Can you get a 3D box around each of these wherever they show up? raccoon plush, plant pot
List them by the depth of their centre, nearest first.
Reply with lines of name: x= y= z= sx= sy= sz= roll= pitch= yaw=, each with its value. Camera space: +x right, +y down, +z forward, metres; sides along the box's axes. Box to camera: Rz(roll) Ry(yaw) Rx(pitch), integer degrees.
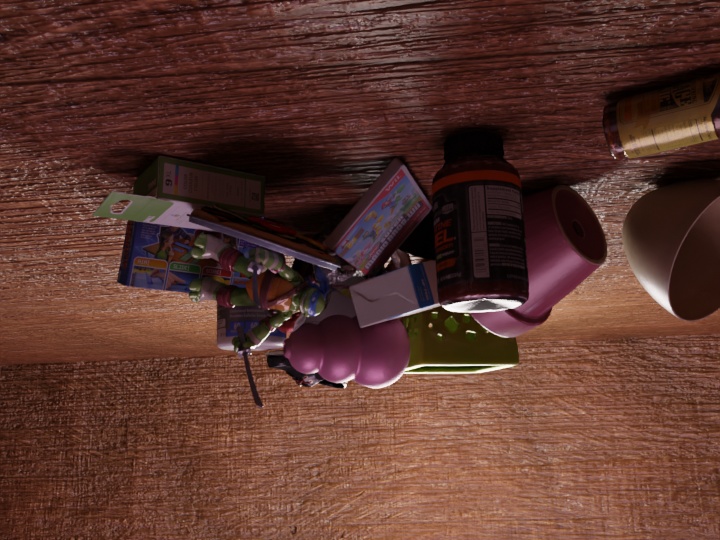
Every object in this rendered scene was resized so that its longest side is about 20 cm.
plant pot: x=0.459 y=-0.047 z=1.063 sx=0.199 sy=0.202 sz=0.134 roll=7 pitch=-160 yaw=-35
plant pot: x=0.253 y=-0.027 z=1.091 sx=0.199 sy=0.202 sz=0.179 roll=9 pitch=148 yaw=-42
raccoon plush: x=0.000 y=0.000 z=1.162 sx=0.199 sy=0.135 sz=0.097 roll=33 pitch=127 yaw=-28
plant pot: x=0.171 y=0.099 z=1.413 sx=0.197 sy=0.183 sz=0.200 roll=1 pitch=167 yaw=-14

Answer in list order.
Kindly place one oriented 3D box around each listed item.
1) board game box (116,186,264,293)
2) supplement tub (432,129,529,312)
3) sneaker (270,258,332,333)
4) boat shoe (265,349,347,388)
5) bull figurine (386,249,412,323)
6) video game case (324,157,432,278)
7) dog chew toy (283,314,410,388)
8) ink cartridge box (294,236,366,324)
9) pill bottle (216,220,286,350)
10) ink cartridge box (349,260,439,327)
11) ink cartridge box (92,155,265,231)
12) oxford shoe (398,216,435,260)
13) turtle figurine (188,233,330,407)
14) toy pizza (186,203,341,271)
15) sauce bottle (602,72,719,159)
board game box: x=-0.239 y=-0.035 z=1.065 sx=0.199 sy=0.137 sz=0.034 roll=10 pitch=-178 yaw=-41
supplement tub: x=0.137 y=-0.057 z=0.861 sx=0.106 sy=0.202 sz=0.107 roll=-2 pitch=167 yaw=0
sneaker: x=-0.082 y=0.042 z=1.182 sx=0.077 sy=0.083 sz=0.200 roll=-6 pitch=-153 yaw=21
boat shoe: x=-0.088 y=0.171 z=1.288 sx=0.073 sy=0.064 sz=0.201 roll=-4 pitch=166 yaw=36
bull figurine: x=0.066 y=0.034 z=1.328 sx=0.064 sy=0.122 sz=0.201 roll=-2 pitch=138 yaw=-6
video game case: x=0.031 y=-0.065 z=1.023 sx=0.017 sy=0.143 sz=0.200 roll=41 pitch=-178 yaw=20
dog chew toy: x=-0.024 y=0.125 z=1.178 sx=0.198 sy=0.126 sz=0.124 roll=2 pitch=168 yaw=-17
ink cartridge box: x=-0.045 y=0.051 z=1.341 sx=0.143 sy=0.202 sz=0.145 roll=-2 pitch=168 yaw=0
pill bottle: x=-0.177 y=0.025 z=1.204 sx=0.113 sy=0.202 sz=0.114 roll=-2 pitch=169 yaw=0
ink cartridge box: x=0.089 y=0.029 z=1.145 sx=0.116 sy=0.068 sz=0.199 roll=-21 pitch=173 yaw=36
ink cartridge box: x=-0.234 y=-0.098 z=0.959 sx=0.198 sy=0.060 sz=0.104 roll=6 pitch=165 yaw=-32
oxford shoe: x=0.141 y=-0.048 z=1.227 sx=0.198 sy=0.072 sz=0.071 roll=1 pitch=172 yaw=-18
turtle figurine: x=-0.158 y=0.033 z=0.977 sx=0.193 sy=0.200 sz=0.145 roll=20 pitch=145 yaw=28
toy pizza: x=-0.115 y=-0.044 z=0.912 sx=0.198 sy=0.032 sz=0.200 roll=19 pitch=180 yaw=0
sauce bottle: x=0.346 y=-0.162 z=0.735 sx=0.199 sy=0.067 sz=0.066 roll=-12 pitch=165 yaw=33
